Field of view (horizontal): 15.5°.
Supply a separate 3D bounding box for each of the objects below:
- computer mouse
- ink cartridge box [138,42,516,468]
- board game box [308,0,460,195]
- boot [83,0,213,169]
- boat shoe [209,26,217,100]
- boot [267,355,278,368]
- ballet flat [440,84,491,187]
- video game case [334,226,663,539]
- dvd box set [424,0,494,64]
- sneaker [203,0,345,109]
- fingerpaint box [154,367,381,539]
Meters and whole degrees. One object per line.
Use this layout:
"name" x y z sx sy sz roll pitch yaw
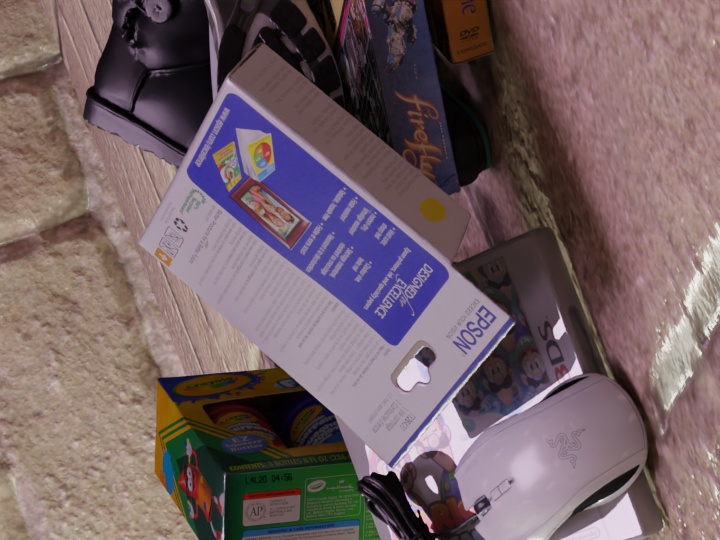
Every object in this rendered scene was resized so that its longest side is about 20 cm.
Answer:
"computer mouse" 0.080 0.122 1.482 0.200 0.044 0.110 -42 71 40
"ink cartridge box" -0.016 -0.005 1.455 0.200 0.047 0.198 39 146 2
"board game box" 0.003 -0.140 1.469 0.135 0.035 0.200 -157 55 -74
"boot" -0.095 -0.153 1.777 0.200 0.076 0.168 24 114 26
"boat shoe" -0.054 -0.128 1.653 0.072 0.068 0.200 -173 80 -72
"boot" -0.032 -0.004 1.845 0.068 0.131 0.200 33 -154 -55
"ballet flat" 0.016 -0.105 1.621 0.200 0.073 0.073 -125 18 -57
"video game case" 0.067 0.090 1.531 0.200 0.024 0.182 -25 84 44
"dvd box set" 0.021 -0.231 1.457 0.146 0.029 0.200 -126 19 -52
"sneaker" -0.053 -0.141 1.506 0.081 0.074 0.200 -19 -86 -82
"fingerpaint box" -0.016 0.119 1.691 0.167 0.200 0.074 -135 44 -64
